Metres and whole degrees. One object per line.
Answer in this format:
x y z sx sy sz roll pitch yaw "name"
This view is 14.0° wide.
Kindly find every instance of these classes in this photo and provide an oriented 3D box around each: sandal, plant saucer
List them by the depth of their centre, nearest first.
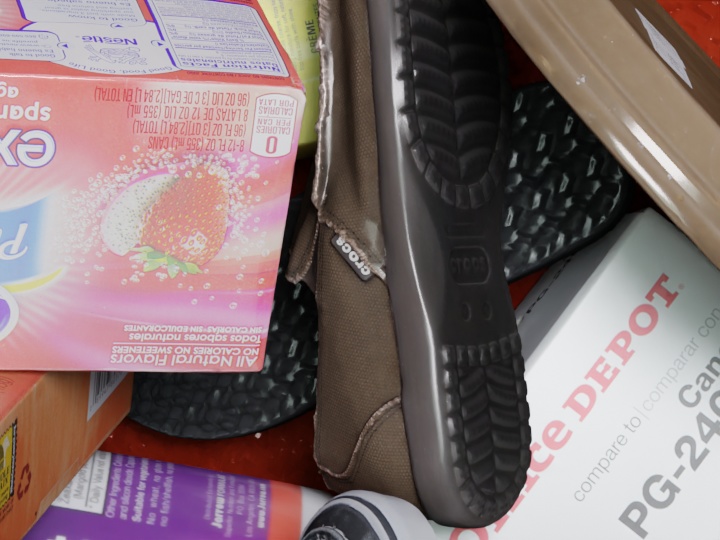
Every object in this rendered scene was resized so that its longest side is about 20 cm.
0.102 -0.045 0.907 0.029 0.200 0.200 -42 93 12 "plant saucer"
0.000 0.000 0.963 0.199 0.045 0.075 -23 83 12 "sandal"

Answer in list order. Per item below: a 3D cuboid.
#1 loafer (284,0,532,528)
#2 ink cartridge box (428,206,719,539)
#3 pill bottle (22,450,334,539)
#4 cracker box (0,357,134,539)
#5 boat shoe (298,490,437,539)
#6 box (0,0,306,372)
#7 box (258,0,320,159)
0.003 -0.019 0.901 0.071 0.073 0.201 -9 79 31 "loafer"
0.118 0.095 0.961 0.200 0.083 0.145 38 86 -3 "ink cartridge box"
-0.111 0.109 0.925 0.199 0.111 0.112 10 87 -5 "pill bottle"
-0.181 0.023 0.881 0.199 0.134 0.058 13 116 12 "cracker box"
-0.026 0.154 0.821 0.068 0.072 0.201 23 72 -36 "boat shoe"
-0.126 -0.035 0.837 0.199 0.103 0.095 1 117 -18 "box"
-0.063 -0.065 0.965 0.199 0.050 0.076 -11 88 -6 "box"
